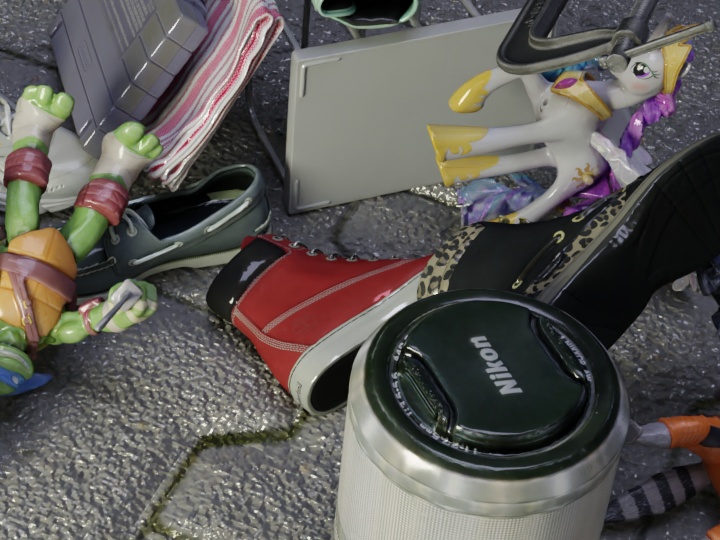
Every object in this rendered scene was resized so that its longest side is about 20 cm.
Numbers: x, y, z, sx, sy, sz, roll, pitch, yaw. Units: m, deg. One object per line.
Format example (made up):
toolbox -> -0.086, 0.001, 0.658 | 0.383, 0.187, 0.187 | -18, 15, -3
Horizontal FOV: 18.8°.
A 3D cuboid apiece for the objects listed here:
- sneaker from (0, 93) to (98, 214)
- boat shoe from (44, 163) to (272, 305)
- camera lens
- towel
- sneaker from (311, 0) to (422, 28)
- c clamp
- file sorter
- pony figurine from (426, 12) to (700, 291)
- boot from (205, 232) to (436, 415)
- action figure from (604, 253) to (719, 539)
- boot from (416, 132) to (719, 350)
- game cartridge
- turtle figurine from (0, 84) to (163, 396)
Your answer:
sneaker -> -0.275, -0.105, 1.550 | 0.199, 0.092, 0.076 | 15, 44, 7
boat shoe -> -0.156, -0.030, 1.508 | 0.199, 0.062, 0.073 | -13, 49, -18
camera lens -> 0.067, 0.123, 1.276 | 0.159, 0.201, 0.160 | 3, 44, -3
towel -> -0.119, -0.152, 1.546 | 0.030, 0.147, 0.200 | 30, 13, -24
sneaker -> -0.043, -0.226, 1.503 | 0.199, 0.074, 0.118 | 14, 30, 1
c clamp -> 0.177, -0.181, 1.475 | 0.170, 0.027, 0.200 | -16, 28, 27
file sorter -> 0.022, -0.150, 1.597 | 0.199, 0.139, 0.125 | -13, 45, -19
pony figurine -> 0.157, -0.082, 1.528 | 0.199, 0.193, 0.167 | -19, 44, 1
boot -> 0.000, 0.000, 1.491 | 0.199, 0.073, 0.144 | -28, 52, -25
action figure -> 0.232, 0.091, 1.395 | 0.193, 0.105, 0.201 | -26, 84, -36
boot -> 0.142, -0.024, 1.395 | 0.203, 0.074, 0.153 | -42, 28, -22
game cartridge -> -0.170, -0.176, 1.590 | 0.038, 0.130, 0.200 | 34, 17, -31
turtle figurine -> -0.195, -0.027, 1.382 | 0.143, 0.200, 0.195 | 6, 60, 15
